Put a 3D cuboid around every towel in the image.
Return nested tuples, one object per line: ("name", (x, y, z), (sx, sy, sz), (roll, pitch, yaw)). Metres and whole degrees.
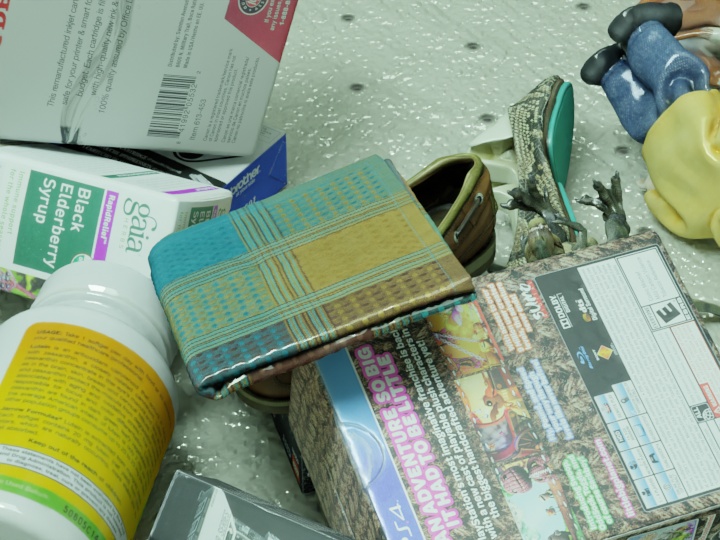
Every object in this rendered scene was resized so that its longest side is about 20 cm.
("towel", (-0.030, 0.001, 1.097), (0.146, 0.022, 0.200), (-21, 23, -4))

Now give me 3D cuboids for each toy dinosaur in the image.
("toy dinosaur", (0.132, -0.013, 1.208), (0.200, 0.047, 0.088), (12, 44, -49))

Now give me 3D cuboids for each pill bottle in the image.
("pill bottle", (-0.157, 0.089, 1.111), (0.111, 0.111, 0.200), (7, 41, 9))

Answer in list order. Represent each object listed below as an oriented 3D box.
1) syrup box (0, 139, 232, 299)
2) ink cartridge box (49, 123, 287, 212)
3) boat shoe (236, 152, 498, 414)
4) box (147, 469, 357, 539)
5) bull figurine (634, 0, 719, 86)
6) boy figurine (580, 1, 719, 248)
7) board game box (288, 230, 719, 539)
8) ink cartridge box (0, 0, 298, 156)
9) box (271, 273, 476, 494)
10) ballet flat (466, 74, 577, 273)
("syrup box", (-0.182, -0.029, 1.251), (0.200, 0.079, 0.081), (15, 10, 20))
("ink cartridge box", (-0.154, -0.081, 1.360), (0.200, 0.044, 0.094), (22, 44, 25))
("boat shoe", (0.000, 0.000, 1.186), (0.072, 0.068, 0.200), (26, 48, 27))
("box", (-0.020, 0.199, 0.962), (0.200, 0.050, 0.158), (21, 87, 23))
("bull figurine", (0.262, -0.193, 1.469), (0.121, 0.065, 0.200), (28, 51, 23))
("boy figurine", (0.213, -0.073, 1.295), (0.064, 0.124, 0.200), (-11, 56, -36))
("board game box", (0.084, 0.091, 1.085), (0.200, 0.097, 0.160), (-14, 58, -14))
("ink cartridge box", (-0.148, -0.152, 1.259), (0.200, 0.145, 0.084), (3, 32, -26))
("box", (0.004, 0.033, 1.231), (0.136, 0.038, 0.200), (-12, 42, -13))
("ballet flat", (0.098, -0.048, 1.308), (0.075, 0.068, 0.200), (-6, 44, 7))
